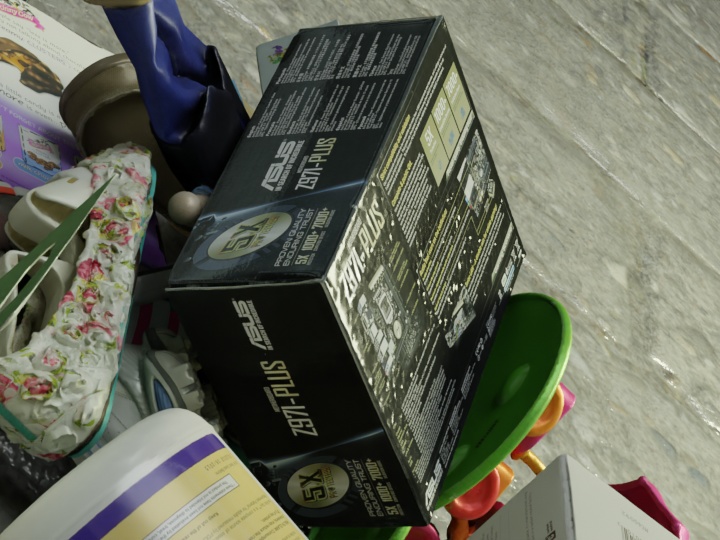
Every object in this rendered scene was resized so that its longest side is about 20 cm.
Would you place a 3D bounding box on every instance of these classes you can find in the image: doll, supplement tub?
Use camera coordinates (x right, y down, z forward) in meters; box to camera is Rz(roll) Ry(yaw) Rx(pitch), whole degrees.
[{"bbox_3d":[-0.080,-0.074,1.061,0.137,0.048,0.201,-90,160,-47],"label":"doll"},{"bbox_3d":[-0.063,0.175,0.899,0.200,0.145,0.145,48,23,8],"label":"supplement tub"}]

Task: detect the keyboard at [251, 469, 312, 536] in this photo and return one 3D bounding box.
[{"bbox_3d":[-0.026,0.101,1.245,0.127,0.021,0.201,25,31,-39],"label":"keyboard"}]

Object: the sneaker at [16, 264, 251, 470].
[{"bbox_3d":[-0.112,0.072,1.077,0.199,0.084,0.121,-16,71,-47],"label":"sneaker"}]

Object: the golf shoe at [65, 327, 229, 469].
[{"bbox_3d":[-0.092,0.131,1.026,0.078,0.097,0.201,-107,175,-79],"label":"golf shoe"}]

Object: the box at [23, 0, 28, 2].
[{"bbox_3d":[-0.284,-0.242,1.269,0.199,0.104,0.149,13,39,-51],"label":"box"}]

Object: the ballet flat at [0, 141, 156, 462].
[{"bbox_3d":[-0.136,-0.001,0.987,0.064,0.076,0.201,31,36,-23],"label":"ballet flat"}]

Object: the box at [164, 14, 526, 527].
[{"bbox_3d":[0.000,0.000,1.066,0.201,0.085,0.165,-67,145,-42],"label":"box"}]

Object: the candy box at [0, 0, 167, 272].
[{"bbox_3d":[-0.202,-0.074,1.171,0.167,0.072,0.201,29,28,-34],"label":"candy box"}]

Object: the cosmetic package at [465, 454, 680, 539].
[{"bbox_3d":[0.067,0.197,1.009,0.107,0.200,0.085,38,25,-20],"label":"cosmetic package"}]

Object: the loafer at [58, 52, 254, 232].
[{"bbox_3d":[-0.074,-0.050,1.162,0.199,0.076,0.068,28,27,-31],"label":"loafer"}]

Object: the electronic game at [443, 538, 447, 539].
[{"bbox_3d":[0.118,0.221,1.232,0.199,0.042,0.200,26,22,-11],"label":"electronic game"}]

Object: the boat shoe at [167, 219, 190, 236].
[{"bbox_3d":[-0.099,-0.062,1.276,0.069,0.074,0.200,46,-10,24],"label":"boat shoe"}]

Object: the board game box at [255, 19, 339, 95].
[{"bbox_3d":[-0.012,-0.043,1.352,0.201,0.064,0.148,-101,173,-56],"label":"board game box"}]

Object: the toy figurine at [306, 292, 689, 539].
[{"bbox_3d":[0.091,0.147,1.136,0.184,0.200,0.150,45,-16,-21],"label":"toy figurine"}]

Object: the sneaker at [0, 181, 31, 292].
[{"bbox_3d":[-0.198,0.011,1.008,0.082,0.078,0.199,28,24,32],"label":"sneaker"}]

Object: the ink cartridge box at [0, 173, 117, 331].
[{"bbox_3d":[-0.193,0.035,0.841,0.048,0.200,0.146,43,23,-10],"label":"ink cartridge box"}]
